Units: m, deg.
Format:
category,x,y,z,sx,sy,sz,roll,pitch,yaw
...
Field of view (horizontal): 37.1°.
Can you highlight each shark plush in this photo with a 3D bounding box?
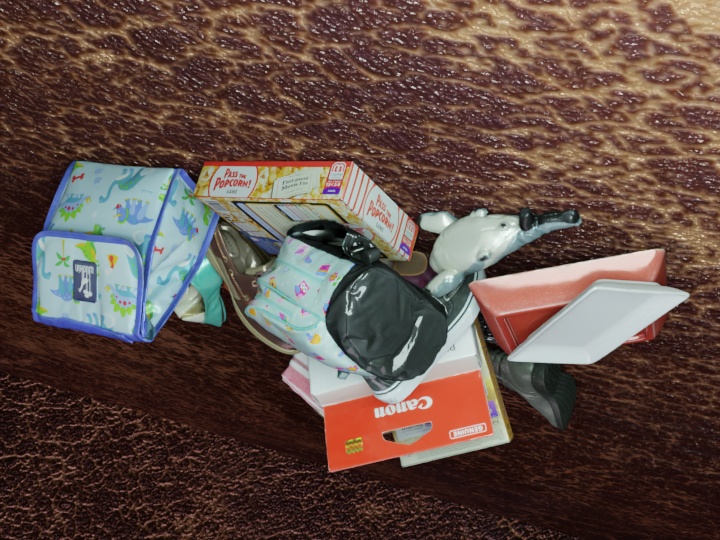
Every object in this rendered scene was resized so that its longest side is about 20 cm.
category,x,y,z,sx,sy,sz,roll,pitch,yaw
shark plush,0.139,-0.040,1.107,0.083,0.091,0.200,6,151,-40

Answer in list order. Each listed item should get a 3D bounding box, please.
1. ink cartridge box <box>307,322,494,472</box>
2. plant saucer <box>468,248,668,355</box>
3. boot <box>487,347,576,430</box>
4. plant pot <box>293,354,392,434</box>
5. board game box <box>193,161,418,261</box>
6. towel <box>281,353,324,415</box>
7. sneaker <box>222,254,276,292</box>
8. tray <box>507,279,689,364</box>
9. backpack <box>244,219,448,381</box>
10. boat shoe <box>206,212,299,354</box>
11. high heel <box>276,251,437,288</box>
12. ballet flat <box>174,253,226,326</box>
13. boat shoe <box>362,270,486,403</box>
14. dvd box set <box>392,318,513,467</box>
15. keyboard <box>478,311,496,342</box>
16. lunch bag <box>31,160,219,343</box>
category,x,y,z,sx,sy,sz,roll,pitch,yaw
ink cartridge box,0.041,0.124,1.232,0.199,0.174,0.044,-15,144,10
plant saucer,0.233,0.047,1.158,0.199,0.037,0.200,-11,155,12
boot,0.240,0.164,1.585,0.130,0.068,0.200,11,155,31
plant pot,0.015,0.114,1.453,0.199,0.201,0.174,16,178,2
board game box,-0.059,-0.064,1.173,0.200,0.046,0.151,4,158,33
towel,0.010,0.098,1.324,0.146,0.200,0.030,36,-170,11
sneaker,-0.103,-0.004,1.386,0.200,0.073,0.077,-4,137,34
tray,0.237,0.052,1.099,0.107,0.022,0.200,3,155,-18
backpack,-0.026,0.033,1.108,0.200,0.127,0.167,23,161,49
boat shoe,-0.123,0.011,1.306,0.200,0.072,0.072,56,153,10
high heel,0.000,0.000,1.286,0.200,0.068,0.096,12,165,22
ballet flat,-0.219,0.029,1.423,0.067,0.070,0.200,56,159,19
boat shoe,0.070,0.053,1.185,0.072,0.200,0.071,6,143,49
dvd box set,0.092,0.131,1.331,0.146,0.201,0.029,-18,179,19
keyboard,0.211,0.079,1.408,0.199,0.021,0.127,11,161,20
lunch bag,-0.285,-0.020,1.255,0.170,0.200,0.127,7,161,28
